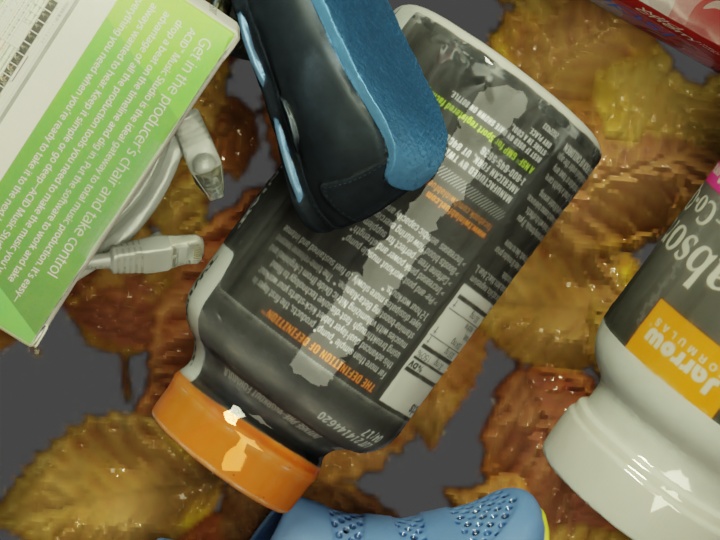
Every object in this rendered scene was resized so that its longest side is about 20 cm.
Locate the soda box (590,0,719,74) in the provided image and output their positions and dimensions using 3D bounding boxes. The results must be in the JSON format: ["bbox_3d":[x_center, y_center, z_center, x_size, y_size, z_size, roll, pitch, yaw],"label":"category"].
[{"bbox_3d":[0.096,-0.152,0.883,0.200,0.070,0.064,26,91,-15],"label":"soda box"}]

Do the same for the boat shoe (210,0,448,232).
[{"bbox_3d":[-0.036,-0.106,0.824,0.069,0.200,0.084,-39,141,28],"label":"boat shoe"}]

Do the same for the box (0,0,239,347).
[{"bbox_3d":[-0.164,-0.084,0.775,0.200,0.036,0.144,33,102,-10],"label":"box"}]

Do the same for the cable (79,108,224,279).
[{"bbox_3d":[-0.166,-0.081,0.841,0.200,0.069,0.200,-14,101,-9],"label":"cable"}]

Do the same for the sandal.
[{"bbox_3d":[-0.015,0.133,0.905,0.200,0.079,0.087,-22,99,-9],"label":"sandal"}]

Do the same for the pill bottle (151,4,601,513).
[{"bbox_3d":[0.000,0.000,0.869,0.106,0.106,0.200,37,90,-15],"label":"pill bottle"}]

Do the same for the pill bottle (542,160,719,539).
[{"bbox_3d":[0.172,0.024,0.900,0.116,0.116,0.200,33,100,-15],"label":"pill bottle"}]
